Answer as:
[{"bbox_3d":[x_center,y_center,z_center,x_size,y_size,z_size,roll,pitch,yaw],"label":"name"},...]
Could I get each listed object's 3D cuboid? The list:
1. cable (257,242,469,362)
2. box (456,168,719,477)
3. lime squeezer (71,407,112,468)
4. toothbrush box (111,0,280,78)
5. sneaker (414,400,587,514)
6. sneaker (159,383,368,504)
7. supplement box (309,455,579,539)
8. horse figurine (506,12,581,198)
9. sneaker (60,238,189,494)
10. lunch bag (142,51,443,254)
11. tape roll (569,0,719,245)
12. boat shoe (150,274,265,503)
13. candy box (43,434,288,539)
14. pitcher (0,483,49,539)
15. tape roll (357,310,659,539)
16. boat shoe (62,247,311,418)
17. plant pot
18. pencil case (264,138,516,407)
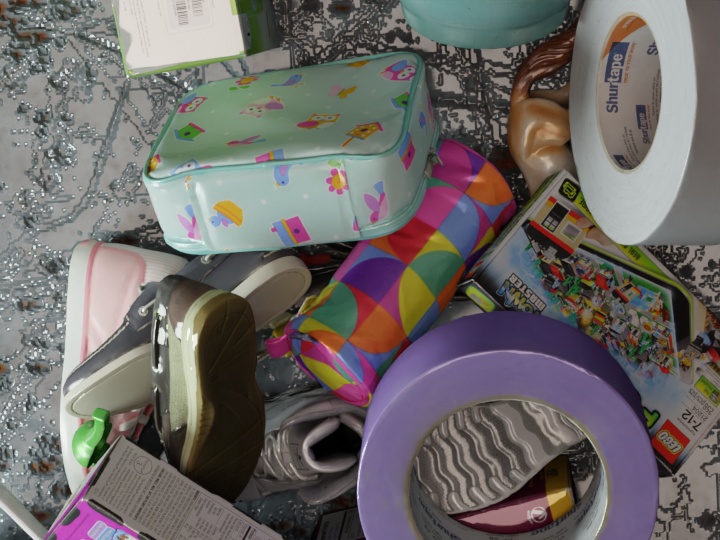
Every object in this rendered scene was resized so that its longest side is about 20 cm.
[{"bbox_3d":[0.000,0.000,1.485,0.199,0.050,0.098,-14,80,-6],"label":"cable"},{"bbox_3d":[0.176,0.038,1.403,0.200,0.035,0.110,43,73,-7],"label":"box"},{"bbox_3d":[-0.164,0.137,1.433,0.070,0.200,0.038,1,58,24],"label":"lime squeezer"},{"bbox_3d":[-0.118,-0.214,1.372,0.085,0.200,0.147,-10,97,4],"label":"toothbrush box"},{"bbox_3d":[0.105,0.121,1.444,0.199,0.082,0.075,-22,87,-8],"label":"sneaker"},{"bbox_3d":[-0.063,0.131,1.458,0.199,0.115,0.076,-18,96,6],"label":"sneaker"},{"bbox_3d":[0.074,0.229,1.467,0.199,0.103,0.132,-16,97,7],"label":"supplement box"},{"bbox_3d":[0.157,-0.081,1.448,0.132,0.050,0.201,-18,98,0],"label":"horse figurine"},{"bbox_3d":[-0.162,0.080,1.477,0.104,0.075,0.202,3,94,9],"label":"sneaker"},{"bbox_3d":[-0.041,-0.084,1.399,0.199,0.161,0.078,-6,121,15],"label":"lunch bag"},{"bbox_3d":[0.205,-0.117,1.322,0.066,0.200,0.202,-1,98,-17],"label":"tape roll"},{"bbox_3d":[-0.111,0.085,1.379,0.066,0.072,0.202,36,140,32],"label":"boat shoe"},{"bbox_3d":[-0.114,0.209,1.392,0.199,0.136,0.061,34,57,-6],"label":"candy box"},{"bbox_3d":[-0.235,0.235,1.473,0.199,0.121,0.172,15,124,8],"label":"pitcher"},{"bbox_3d":[0.098,0.134,1.344,0.198,0.085,0.201,1,106,3],"label":"tape roll"},{"bbox_3d":[-0.130,0.034,1.420,0.199,0.073,0.063,-33,61,5],"label":"boat shoe"},{"bbox_3d":[0.086,-0.237,1.374,0.199,0.201,0.135,1,125,4],"label":"plant pot"},{"bbox_3d":[0.025,0.001,1.415,0.088,0.088,0.200,41,72,-2],"label":"pencil case"}]
